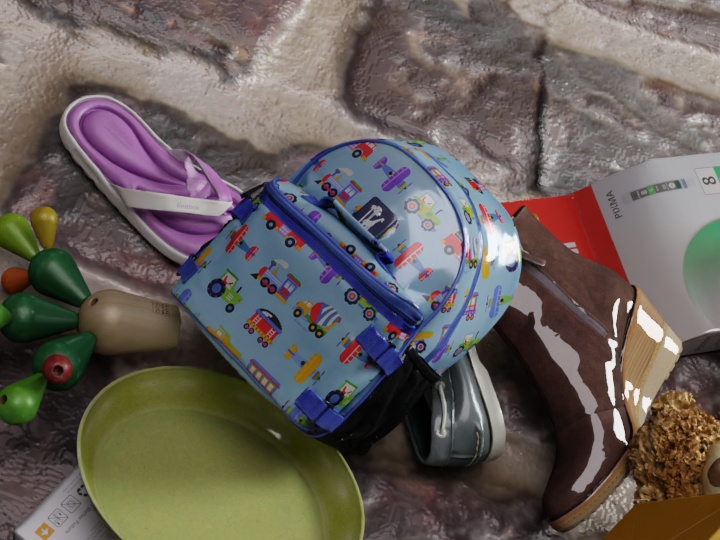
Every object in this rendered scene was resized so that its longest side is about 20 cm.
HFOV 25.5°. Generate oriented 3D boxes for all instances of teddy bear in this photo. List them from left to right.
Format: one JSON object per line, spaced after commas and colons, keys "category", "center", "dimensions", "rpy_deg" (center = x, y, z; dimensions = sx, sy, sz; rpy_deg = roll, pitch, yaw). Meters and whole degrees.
{"category": "teddy bear", "center": [0.278, 0.142, 1.105], "dimensions": [0.200, 0.145, 0.067], "rpy_deg": [33, 11, -37]}

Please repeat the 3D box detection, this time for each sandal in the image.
{"category": "sandal", "center": [-0.142, -0.064, 1.180], "dimensions": [0.203, 0.050, 0.082], "rpy_deg": [35, 57, 8]}

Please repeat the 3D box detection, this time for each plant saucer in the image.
{"category": "plant saucer", "center": [-0.094, 0.144, 1.042], "dimensions": [0.200, 0.031, 0.200], "rpy_deg": [19, 34, -14]}

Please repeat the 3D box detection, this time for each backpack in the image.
{"category": "backpack", "center": [0.000, 0.000, 1.077], "dimensions": [0.200, 0.135, 0.183], "rpy_deg": [-43, 68, 5]}

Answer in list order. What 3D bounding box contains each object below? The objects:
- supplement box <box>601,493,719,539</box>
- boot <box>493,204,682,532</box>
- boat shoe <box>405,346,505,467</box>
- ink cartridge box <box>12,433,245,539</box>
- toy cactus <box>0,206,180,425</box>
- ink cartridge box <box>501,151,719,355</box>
{"category": "supplement box", "center": [0.203, 0.276, 0.966], "dimensions": [0.197, 0.133, 0.200], "rpy_deg": [-41, 96, -25]}
{"category": "boot", "center": [0.131, 0.068, 1.135], "dimensions": [0.166, 0.072, 0.200], "rpy_deg": [38, 57, -7]}
{"category": "boat shoe", "center": [0.040, 0.050, 1.145], "dimensions": [0.062, 0.073, 0.200], "rpy_deg": [-12, 68, -25]}
{"category": "ink cartridge box", "center": [-0.120, 0.202, 1.032], "dimensions": [0.200, 0.037, 0.095], "rpy_deg": [35, 56, 11]}
{"category": "toy cactus", "center": [-0.204, 0.023, 1.072], "dimensions": [0.165, 0.102, 0.200], "rpy_deg": [5, 28, -19]}
{"category": "ink cartridge box", "center": [0.225, -0.010, 1.245], "dimensions": [0.200, 0.050, 0.161], "rpy_deg": [-6, 61, -20]}
